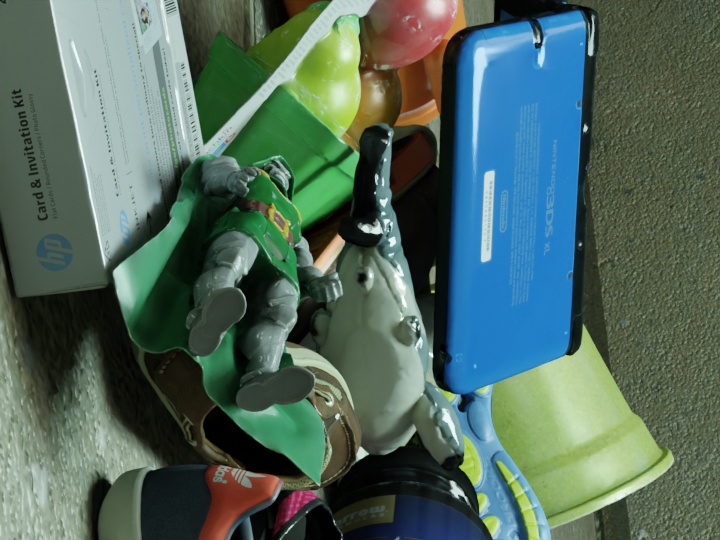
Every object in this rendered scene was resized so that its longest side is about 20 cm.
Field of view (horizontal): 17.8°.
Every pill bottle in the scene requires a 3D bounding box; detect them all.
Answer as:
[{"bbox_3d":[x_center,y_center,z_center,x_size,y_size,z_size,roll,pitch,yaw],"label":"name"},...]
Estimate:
[{"bbox_3d":[0.020,0.187,1.255,0.200,0.111,0.112,-83,162,-60],"label":"pill bottle"}]

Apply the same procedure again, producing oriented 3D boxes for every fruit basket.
[{"bbox_3d":[-0.008,-0.116,1.176,0.200,0.094,0.185,-55,168,2],"label":"fruit basket"}]

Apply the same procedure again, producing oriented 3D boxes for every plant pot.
[{"bbox_3d":[0.107,0.090,1.711,0.200,0.200,0.185,-33,101,-80],"label":"plant pot"}]

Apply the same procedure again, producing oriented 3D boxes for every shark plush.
[{"bbox_3d":[-0.003,0.018,1.172,0.083,0.090,0.201,-81,160,-55],"label":"shark plush"}]

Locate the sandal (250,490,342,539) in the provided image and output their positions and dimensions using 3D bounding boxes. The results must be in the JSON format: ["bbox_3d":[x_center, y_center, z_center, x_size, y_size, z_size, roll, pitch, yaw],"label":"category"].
[{"bbox_3d":[-0.036,0.145,1.154,0.200,0.045,0.075,-74,152,-68],"label":"sandal"}]

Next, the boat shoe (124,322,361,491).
[{"bbox_3d":[-0.045,0.073,1.056,0.075,0.075,0.202,57,7,30],"label":"boat shoe"}]

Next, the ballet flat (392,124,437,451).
[{"bbox_3d":[0.030,0.005,1.352,0.069,0.069,0.201,55,28,-69],"label":"ballet flat"}]

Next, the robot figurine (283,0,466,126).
[{"bbox_3d":[0.010,-0.166,1.504,0.200,0.143,0.117,75,25,-61],"label":"robot figurine"}]

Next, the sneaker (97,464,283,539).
[{"bbox_3d":[-0.047,0.175,0.944,0.075,0.084,0.201,-67,147,-73],"label":"sneaker"}]

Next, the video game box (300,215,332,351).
[{"bbox_3d":[-0.024,-0.019,1.382,0.182,0.047,0.201,-7,88,-82],"label":"video game box"}]

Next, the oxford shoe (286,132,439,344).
[{"bbox_3d":[0.000,0.000,1.248,0.073,0.071,0.200,56,45,-12],"label":"oxford shoe"}]

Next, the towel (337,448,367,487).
[{"bbox_3d":[0.011,0.171,1.483,0.200,0.023,0.153,-89,165,-46],"label":"towel"}]

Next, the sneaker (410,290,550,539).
[{"bbox_3d":[0.055,0.107,1.410,0.083,0.071,0.200,126,-51,-60],"label":"sneaker"}]

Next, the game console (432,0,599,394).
[{"bbox_3d":[0.066,-0.053,1.288,0.170,0.118,0.201,-17,114,-45],"label":"game console"}]

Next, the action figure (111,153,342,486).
[{"bbox_3d":[-0.046,-0.004,0.957,0.118,0.055,0.200,52,14,-19],"label":"action figure"}]

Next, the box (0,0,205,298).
[{"bbox_3d":[-0.111,-0.085,0.941,0.200,0.041,0.157,-60,140,-77],"label":"box"}]
